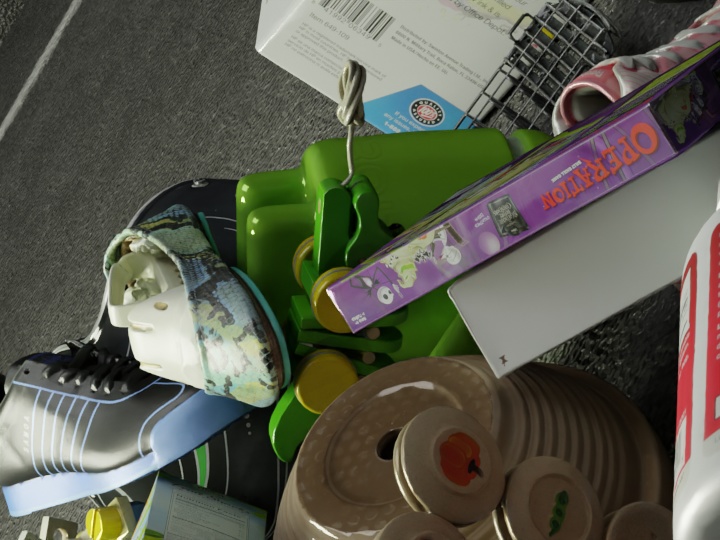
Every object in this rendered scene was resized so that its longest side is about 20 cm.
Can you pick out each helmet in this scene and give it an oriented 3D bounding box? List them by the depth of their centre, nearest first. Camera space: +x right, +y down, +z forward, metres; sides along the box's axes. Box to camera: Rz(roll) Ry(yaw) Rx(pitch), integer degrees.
[{"bbox_3d":[-0.067,0.053,1.442,0.191,0.199,0.201,-47,22,43],"label":"helmet"}]

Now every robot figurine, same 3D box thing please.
[{"bbox_3d":[0.038,-0.013,1.307,0.176,0.199,0.116,-114,22,-65],"label":"robot figurine"}]

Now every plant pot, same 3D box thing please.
[{"bbox_3d":[0.035,0.104,1.144,0.200,0.093,0.201,-19,40,17],"label":"plant pot"}]

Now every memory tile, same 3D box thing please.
[{"bbox_3d":[0.062,0.162,1.021,0.017,0.153,0.201,-35,32,51],"label":"memory tile"}]

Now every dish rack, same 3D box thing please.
[{"bbox_3d":[0.085,-0.059,1.451,0.200,0.054,0.153,-55,21,9],"label":"dish rack"}]

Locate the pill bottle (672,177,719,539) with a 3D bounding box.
[{"bbox_3d":[0.177,0.036,0.980,0.112,0.112,0.201,-44,24,38],"label":"pill bottle"}]

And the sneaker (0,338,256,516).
[{"bbox_3d":[-0.138,0.072,1.339,0.200,0.078,0.070,-21,7,43],"label":"sneaker"}]

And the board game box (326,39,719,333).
[{"bbox_3d":[0.086,-0.042,1.123,0.200,0.032,0.120,-30,0,42],"label":"board game box"}]

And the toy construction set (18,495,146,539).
[{"bbox_3d":[-0.155,0.190,1.409,0.200,0.092,0.132,168,96,-67],"label":"toy construction set"}]

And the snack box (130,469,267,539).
[{"bbox_3d":[-0.102,0.201,1.223,0.200,0.067,0.169,-106,37,-81],"label":"snack box"}]

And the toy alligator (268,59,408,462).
[{"bbox_3d":[0.000,0.000,1.211,0.059,0.054,0.201,-119,39,-66],"label":"toy alligator"}]

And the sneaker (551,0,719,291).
[{"bbox_3d":[0.157,-0.095,1.238,0.075,0.104,0.201,-32,32,57],"label":"sneaker"}]

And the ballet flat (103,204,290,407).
[{"bbox_3d":[-0.088,0.023,1.268,0.074,0.074,0.200,-58,21,5],"label":"ballet flat"}]

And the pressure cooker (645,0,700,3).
[{"bbox_3d":[0.160,-0.246,1.327,0.179,0.176,0.200,-45,15,25],"label":"pressure cooker"}]

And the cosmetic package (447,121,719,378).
[{"bbox_3d":[0.139,-0.027,1.120,0.200,0.051,0.083,-31,1,16],"label":"cosmetic package"}]

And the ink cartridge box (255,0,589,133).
[{"bbox_3d":[0.053,-0.205,1.598,0.200,0.146,0.146,-47,22,30],"label":"ink cartridge box"}]
